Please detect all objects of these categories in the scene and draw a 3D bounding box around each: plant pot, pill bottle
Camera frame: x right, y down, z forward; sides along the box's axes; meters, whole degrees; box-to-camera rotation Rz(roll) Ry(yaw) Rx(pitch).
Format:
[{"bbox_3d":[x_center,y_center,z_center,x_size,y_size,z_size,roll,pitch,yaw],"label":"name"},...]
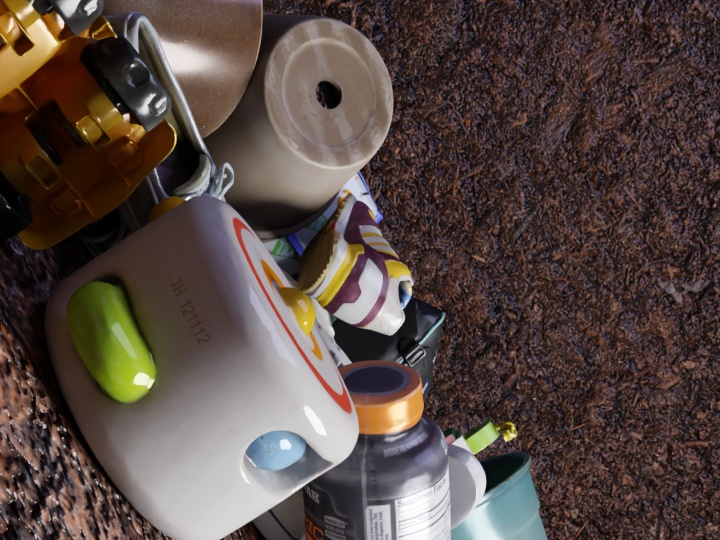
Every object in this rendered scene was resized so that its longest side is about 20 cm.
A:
[{"bbox_3d":[-0.203,-0.188,0.862,0.199,0.187,0.189,-5,58,-53],"label":"plant pot"},{"bbox_3d":[-0.064,-0.131,0.990,0.202,0.199,0.173,57,-28,-13],"label":"plant pot"},{"bbox_3d":[0.118,0.315,1.202,0.200,0.198,0.199,-29,95,-87],"label":"plant pot"},{"bbox_3d":[0.012,0.169,0.846,0.106,0.104,0.204,-113,-161,-70],"label":"pill bottle"}]

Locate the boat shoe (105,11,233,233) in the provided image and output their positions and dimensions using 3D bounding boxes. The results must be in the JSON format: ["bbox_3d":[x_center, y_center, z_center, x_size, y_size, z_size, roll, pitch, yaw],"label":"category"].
[{"bbox_3d":[-0.131,-0.080,0.812,0.075,0.064,0.204,-58,136,-44],"label":"boat shoe"}]

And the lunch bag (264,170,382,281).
[{"bbox_3d":[-0.100,-0.067,1.137,0.171,0.198,0.124,58,3,-15],"label":"lunch bag"}]

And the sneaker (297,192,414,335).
[{"bbox_3d":[0.000,0.000,1.022,0.090,0.075,0.200,36,18,-8],"label":"sneaker"}]

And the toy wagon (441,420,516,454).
[{"bbox_3d":[0.058,0.194,1.149,0.040,0.199,0.155,55,3,3],"label":"toy wagon"}]

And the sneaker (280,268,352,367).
[{"bbox_3d":[-0.041,0.064,0.974,0.201,0.078,0.099,56,22,11],"label":"sneaker"}]

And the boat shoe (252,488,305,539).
[{"bbox_3d":[-0.081,0.117,0.883,0.201,0.069,0.071,58,3,-23],"label":"boat shoe"}]

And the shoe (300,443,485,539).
[{"bbox_3d":[0.035,0.169,0.956,0.091,0.199,0.072,-31,90,-50],"label":"shoe"}]

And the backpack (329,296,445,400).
[{"bbox_3d":[-0.013,0.104,1.126,0.152,0.177,0.201,29,-20,19],"label":"backpack"}]

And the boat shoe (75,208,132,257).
[{"bbox_3d":[-0.170,-0.018,0.869,0.201,0.074,0.093,51,8,7],"label":"boat shoe"}]

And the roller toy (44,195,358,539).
[{"bbox_3d":[-0.089,0.055,0.732,0.184,0.139,0.200,58,3,-15],"label":"roller toy"}]

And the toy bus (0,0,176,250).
[{"bbox_3d":[-0.222,-0.139,0.695,0.192,0.135,0.201,48,-6,39],"label":"toy bus"}]
